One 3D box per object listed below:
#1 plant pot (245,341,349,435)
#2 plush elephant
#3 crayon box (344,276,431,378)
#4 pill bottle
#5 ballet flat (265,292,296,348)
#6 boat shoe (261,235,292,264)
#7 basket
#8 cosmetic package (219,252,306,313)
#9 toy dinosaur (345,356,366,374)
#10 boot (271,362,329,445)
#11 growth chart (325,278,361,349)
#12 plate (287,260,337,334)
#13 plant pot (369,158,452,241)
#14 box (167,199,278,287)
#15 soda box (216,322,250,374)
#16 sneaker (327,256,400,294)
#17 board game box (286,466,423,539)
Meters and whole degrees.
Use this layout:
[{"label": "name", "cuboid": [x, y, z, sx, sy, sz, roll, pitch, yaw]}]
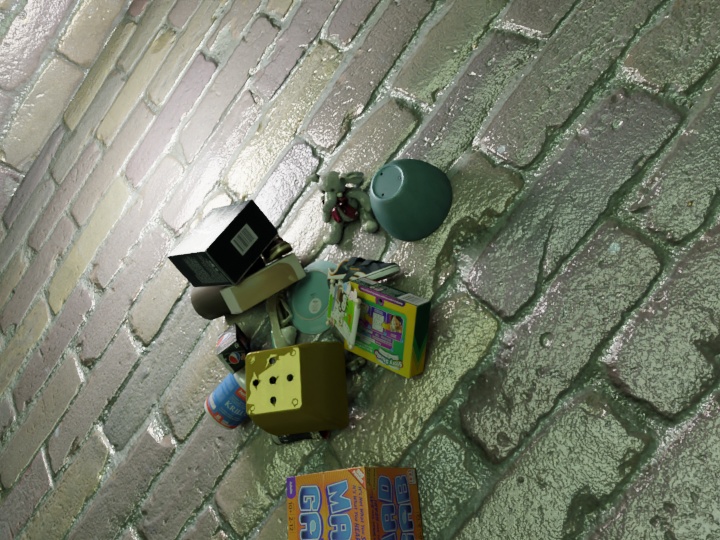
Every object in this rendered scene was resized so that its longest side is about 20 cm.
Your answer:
[{"label": "plant pot", "cuboid": [-0.155, 0.258, 1.348, 0.199, 0.176, 0.201, -11, 70, 18]}, {"label": "plush elephant", "cuboid": [-0.055, -0.186, 1.525, 0.164, 0.155, 0.201, -8, 70, 34]}, {"label": "crayon box", "cuboid": [0.057, 0.127, 1.357, 0.200, 0.058, 0.173, 20, 114, 39]}, {"label": "pill bottle", "cuboid": [-0.306, 0.310, 1.562, 0.200, 0.112, 0.112, -48, 53, 13]}, {"label": "ballet flat", "cuboid": [-0.204, 0.146, 1.577, 0.069, 0.069, 0.201, -33, 58, 22]}, {"label": "boat shoe", "cuboid": [-0.237, -0.064, 1.607, 0.072, 0.200, 0.072, -29, 95, -16]}, {"label": "basket", "cuboid": [-0.375, 0.053, 1.691, 0.200, 0.136, 0.181, -29, 47, 29]}, {"label": "cosmetic package", "cuboid": [-0.253, 0.033, 1.554, 0.071, 0.200, 0.105, 63, 154, -8]}, {"label": "toy dinosaur", "cuboid": [-0.079, 0.246, 1.467, 0.200, 0.047, 0.088, -37, 63, 24]}, {"label": "boot", "cuboid": [-0.154, 0.323, 1.467, 0.153, 0.073, 0.204, -11, 83, 31]}, {"label": "growth chart", "cuboid": [-0.041, 0.093, 1.396, 0.200, 0.018, 0.145, -143, 54, -64]}, {"label": "plate", "cuboid": [-0.120, 0.067, 1.569, 0.200, 0.026, 0.201, -13, 67, 31]}, {"label": "plant pot", "cuboid": [0.100, -0.186, 1.428, 0.200, 0.135, 0.201, -13, 67, 32]}, {"label": "box", "cuboid": [-0.356, -0.067, 1.548, 0.196, 0.124, 0.200, -6, 40, 46]}, {"label": "soda box", "cuboid": [-0.332, 0.201, 1.570, 0.063, 0.071, 0.200, -37, 14, -5]}, {"label": "sneaker", "cuboid": [0.000, 0.000, 1.460, 0.199, 0.078, 0.080, -19, 81, 26]}, {"label": "board game box", "cuboid": [-0.010, 0.516, 1.222, 0.199, 0.200, 0.201, -18, 65, 30]}]
